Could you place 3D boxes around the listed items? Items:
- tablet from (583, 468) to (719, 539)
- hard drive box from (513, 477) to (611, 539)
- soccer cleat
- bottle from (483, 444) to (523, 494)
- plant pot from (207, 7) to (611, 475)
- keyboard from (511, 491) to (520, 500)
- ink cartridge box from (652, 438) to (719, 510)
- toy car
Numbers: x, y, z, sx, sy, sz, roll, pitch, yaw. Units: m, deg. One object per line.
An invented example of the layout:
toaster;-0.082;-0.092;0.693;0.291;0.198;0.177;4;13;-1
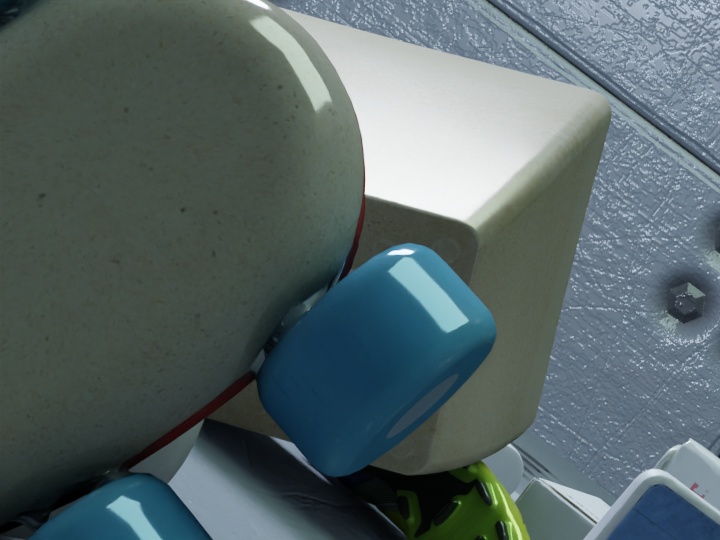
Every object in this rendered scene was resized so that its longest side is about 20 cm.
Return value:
tablet;0.157;0.185;1.110;0.200;0.130;0.014;37;6;-21
hard drive box;0.157;0.201;1.479;0.156;0.077;0.200;38;2;18
soccer cleat;0.046;0.127;1.404;0.084;0.065;0.200;37;2;-39
bottle;0.058;0.110;1.874;0.084;0.065;0.200;38;2;-29
plant pot;0.000;0.000;1.314;0.199;0.200;0.177;16;21;9
keyboard;0.102;0.172;2.061;0.200;0.011;0.056;36;8;-26
ink cartridge box;0.195;0.200;1.234;0.200;0.145;0.088;38;2;21
toy car;-0.077;0.013;0.728;0.184;0.177;0.200;49;-8;11
